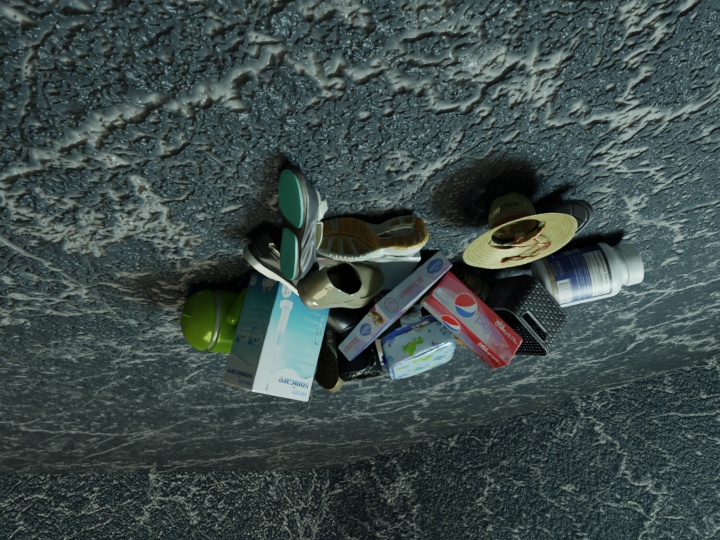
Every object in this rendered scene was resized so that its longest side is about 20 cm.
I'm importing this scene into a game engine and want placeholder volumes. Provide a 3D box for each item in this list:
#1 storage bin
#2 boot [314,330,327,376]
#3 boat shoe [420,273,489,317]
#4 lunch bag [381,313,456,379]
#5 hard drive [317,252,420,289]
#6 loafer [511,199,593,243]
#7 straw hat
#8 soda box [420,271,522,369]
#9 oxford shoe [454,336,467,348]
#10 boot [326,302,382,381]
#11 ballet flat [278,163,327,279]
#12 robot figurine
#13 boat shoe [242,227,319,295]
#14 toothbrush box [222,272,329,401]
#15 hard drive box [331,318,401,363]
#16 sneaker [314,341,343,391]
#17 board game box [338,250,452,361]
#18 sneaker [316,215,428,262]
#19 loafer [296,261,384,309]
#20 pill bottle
[{"bbox_3d":[0.310,0.095,1.109,0.135,0.094,0.200,46,160,-11],"label":"storage bin"},{"bbox_3d":[-0.155,0.182,1.129,0.130,0.201,0.071,-7,114,17],"label":"boot"},{"bbox_3d":[0.187,0.052,1.151,0.068,0.073,0.199,33,143,-18],"label":"boat shoe"},{"bbox_3d":[0.122,0.172,1.167,0.159,0.083,0.200,-22,158,-2],"label":"lunch bag"},{"bbox_3d":[0.000,0.000,1.016,0.197,0.027,0.132,-1,152,-18],"label":"hard drive"},{"bbox_3d":[0.328,-0.075,0.958,0.063,0.073,0.199,-24,174,-44],"label":"loafer"},{"bbox_3d":[0.252,-0.080,0.882,0.198,0.086,0.202,-9,158,-4],"label":"straw hat"},{"bbox_3d":[0.218,0.100,1.048,0.070,0.200,0.063,-48,180,-25],"label":"soda box"},{"bbox_3d":[0.249,0.155,1.384,0.070,0.072,0.199,8,165,34],"label":"oxford shoe"},{"bbox_3d":[-0.041,0.141,1.116,0.198,0.171,0.076,12,151,-36],"label":"boot"},{"bbox_3d":[-0.084,-0.074,0.788,0.072,0.074,0.202,-3,132,-13],"label":"ballet flat"},{"bbox_3d":[-0.250,0.098,1.020,0.198,0.118,0.175,8,160,-32],"label":"robot figurine"},{"bbox_3d":[-0.104,-0.003,0.901,0.060,0.076,0.199,-42,136,17],"label":"boat shoe"},{"bbox_3d":[-0.146,0.122,0.968,0.084,0.203,0.146,2,165,37],"label":"toothbrush box"},{"bbox_3d":[0.011,0.169,1.296,0.153,0.078,0.201,-7,153,-7],"label":"hard drive box"},{"bbox_3d":[-0.076,0.204,1.213,0.067,0.200,0.090,-49,135,5],"label":"sneaker"},{"bbox_3d":[0.065,0.071,1.040,0.199,0.041,0.200,-37,171,-36],"label":"board game box"},{"bbox_3d":[0.013,-0.040,0.890,0.196,0.077,0.088,-1,160,-8],"label":"sneaker"},{"bbox_3d":[-0.017,0.022,0.899,0.068,0.077,0.199,-32,168,38],"label":"loafer"},{"bbox_3d":[0.462,0.007,1.095,0.197,0.113,0.111,-13,153,7],"label":"pill bottle"}]
